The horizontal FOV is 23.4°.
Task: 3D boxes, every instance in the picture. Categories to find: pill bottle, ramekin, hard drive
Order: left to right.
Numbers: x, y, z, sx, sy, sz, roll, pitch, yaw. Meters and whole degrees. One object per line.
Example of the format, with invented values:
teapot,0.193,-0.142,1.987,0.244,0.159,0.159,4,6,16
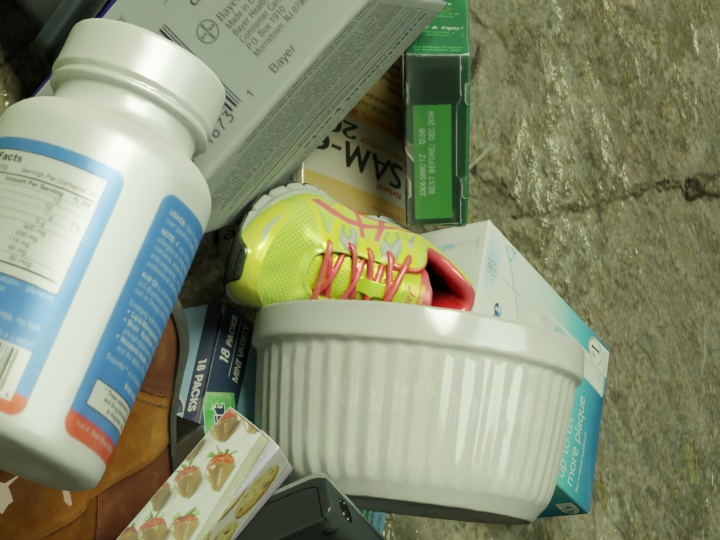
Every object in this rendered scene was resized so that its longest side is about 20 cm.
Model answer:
pill bottle,-0.135,-0.010,0.809,0.112,0.111,0.202,40,65,-44
hard drive,-0.035,0.201,1.003,0.200,0.139,0.033,53,17,-45
ramekin,0.029,0.088,1.024,0.200,0.199,0.106,22,72,-52

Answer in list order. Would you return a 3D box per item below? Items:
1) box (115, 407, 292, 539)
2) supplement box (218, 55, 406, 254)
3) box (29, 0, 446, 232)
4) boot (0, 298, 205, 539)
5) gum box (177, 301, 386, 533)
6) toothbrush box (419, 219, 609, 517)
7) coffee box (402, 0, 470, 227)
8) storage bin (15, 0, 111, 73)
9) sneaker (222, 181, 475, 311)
box,-0.114,0.162,0.905,0.200,0.039,0.042,-49,156,-13
supplement box,-0.030,-0.100,1.167,0.126,0.073,0.202,17,68,-54
box,-0.062,-0.122,0.968,0.105,0.184,0.200,45,14,5
boot,-0.176,0.085,0.879,0.199,0.068,0.190,-33,129,-39
gum box,-0.057,0.143,1.088,0.200,0.044,0.171,43,48,-43
toothbrush box,0.101,0.079,1.309,0.200,0.085,0.148,43,48,-41
coffee box,0.050,-0.127,1.155,0.201,0.043,0.124,-86,176,-59
storage bin,-0.149,-0.217,0.984,0.134,0.146,0.200,45,39,-1
sneaker,0.000,0.000,1.055,0.199,0.090,0.079,2,112,-51
